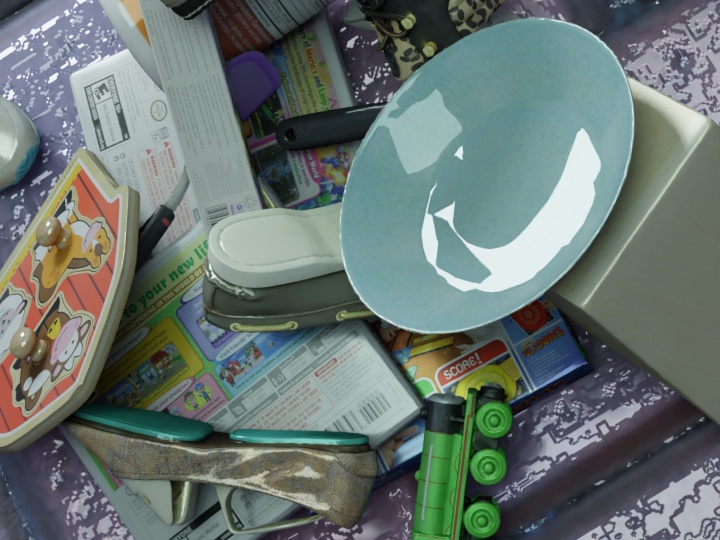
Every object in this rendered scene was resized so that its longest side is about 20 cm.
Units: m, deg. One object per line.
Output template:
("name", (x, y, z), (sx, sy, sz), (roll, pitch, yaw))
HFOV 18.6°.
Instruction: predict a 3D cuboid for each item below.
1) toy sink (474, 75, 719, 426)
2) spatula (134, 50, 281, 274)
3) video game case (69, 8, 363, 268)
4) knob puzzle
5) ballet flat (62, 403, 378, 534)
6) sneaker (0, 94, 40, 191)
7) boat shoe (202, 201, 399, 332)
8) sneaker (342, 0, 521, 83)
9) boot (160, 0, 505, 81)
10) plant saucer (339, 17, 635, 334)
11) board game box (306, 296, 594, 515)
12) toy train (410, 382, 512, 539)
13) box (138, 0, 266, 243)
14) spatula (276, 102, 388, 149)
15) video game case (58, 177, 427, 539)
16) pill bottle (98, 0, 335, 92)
("toy sink", (0.184, -0.010, 1.316), (0.131, 0.200, 0.112), (-55, 43, 0))
("spatula", (-0.117, -0.053, 1.385), (0.020, 0.057, 0.201), (26, 78, 28))
("video game case", (-0.086, -0.075, 1.434), (0.181, 0.024, 0.201), (-22, 66, 11))
("knob puzzle", (-0.202, 0.027, 1.375), (0.219, 0.030, 0.220), (-37, 37, 35))
("ballet flat", (-0.089, 0.124, 1.330), (0.199, 0.068, 0.068), (6, 95, 16))
("sneaker", (-0.307, -0.116, 1.482), (0.199, 0.081, 0.077), (28, 85, 16))
("boat shoe", (-0.001, -0.002, 1.330), (0.201, 0.060, 0.072), (-5, 42, -24))
("sneaker", (0.071, -0.129, 1.406), (0.200, 0.075, 0.089), (44, 97, 27))
("boot", (-0.009, -0.177, 1.311), (0.200, 0.073, 0.151), (-43, 111, -18))
("plant saucer", (0.078, -0.048, 1.258), (0.200, 0.039, 0.202), (-20, 53, 29))
("board game box", (0.029, 0.050, 1.391), (0.199, 0.034, 0.136), (-28, 73, 6))
("toy train", (0.055, 0.166, 1.338), (0.056, 0.042, 0.201), (6, 93, 3))
("box", (-0.098, -0.110, 1.334), (0.041, 0.039, 0.201), (-16, 98, 2))
("spatula", (0.039, -0.099, 1.362), (0.199, 0.021, 0.057), (-9, 97, 19))
("video game case", (-0.088, 0.073, 1.377), (0.200, 0.022, 0.182), (-38, 78, 9))
("pill bottle", (-0.065, -0.206, 1.396), (0.200, 0.112, 0.112), (-34, 73, 5))
